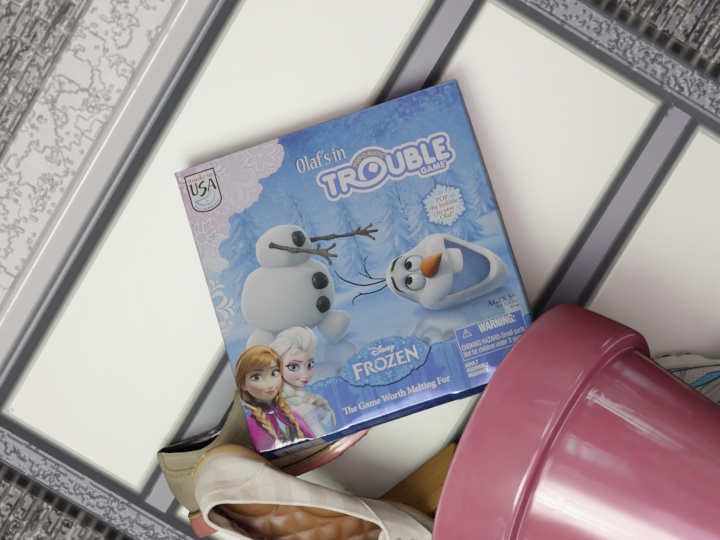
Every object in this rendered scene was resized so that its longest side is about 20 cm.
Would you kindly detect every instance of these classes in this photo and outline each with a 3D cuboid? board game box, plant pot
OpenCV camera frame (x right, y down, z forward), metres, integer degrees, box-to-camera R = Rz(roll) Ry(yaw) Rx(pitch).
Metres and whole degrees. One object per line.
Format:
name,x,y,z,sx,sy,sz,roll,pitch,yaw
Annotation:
board game box,0.000,0.000,1.520,0.199,0.043,0.200,-19,78,5
plant pot,0.168,0.144,1.437,0.178,0.200,0.201,24,102,23

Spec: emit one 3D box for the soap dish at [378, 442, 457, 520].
soap dish,0.035,0.239,1.581,0.200,0.081,0.158,-38,98,9

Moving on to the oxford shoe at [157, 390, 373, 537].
oxford shoe,-0.049,0.100,1.561,0.200,0.070,0.075,-35,95,7

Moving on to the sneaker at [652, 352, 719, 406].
sneaker,0.231,0.095,1.531,0.199,0.086,0.078,-23,101,24

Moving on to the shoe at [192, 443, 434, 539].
shoe,-0.018,0.175,1.491,0.199,0.053,0.070,23,107,-13
